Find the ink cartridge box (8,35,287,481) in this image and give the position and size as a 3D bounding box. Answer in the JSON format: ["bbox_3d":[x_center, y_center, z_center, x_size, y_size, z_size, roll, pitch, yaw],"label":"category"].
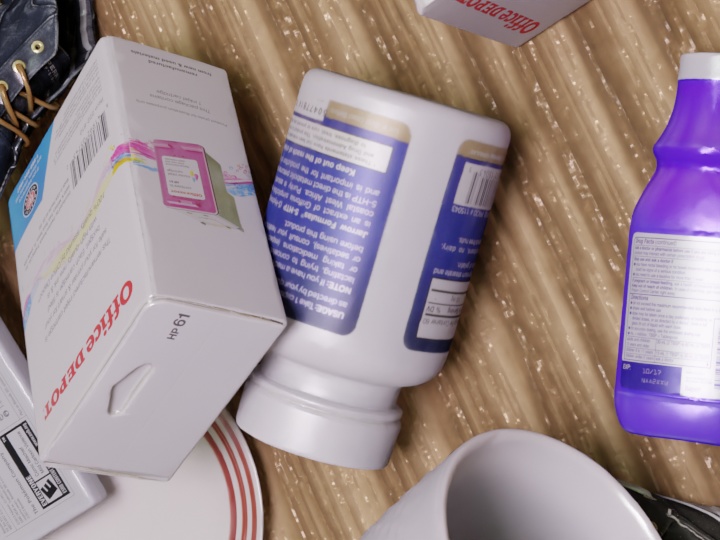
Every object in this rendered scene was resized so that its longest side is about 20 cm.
[{"bbox_3d":[-0.124,-0.005,1.035,0.145,0.084,0.201,-52,37,36],"label":"ink cartridge box"}]

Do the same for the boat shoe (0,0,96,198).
[{"bbox_3d":[-0.215,-0.102,1.121,0.090,0.071,0.201,-11,59,22],"label":"boat shoe"}]

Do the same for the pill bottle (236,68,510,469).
[{"bbox_3d":[0.000,0.000,1.025,0.119,0.120,0.201,19,96,23],"label":"pill bottle"}]

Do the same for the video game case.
[{"bbox_3d":[-0.275,0.096,1.153,0.182,0.022,0.201,-32,89,23],"label":"video game case"}]

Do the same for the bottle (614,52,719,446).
[{"bbox_3d":[0.181,-0.011,0.972,0.083,0.065,0.201,5,91,24],"label":"bottle"}]

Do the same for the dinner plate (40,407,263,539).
[{"bbox_3d":[-0.145,0.149,1.139,0.199,0.024,0.201,0,90,24],"label":"dinner plate"}]

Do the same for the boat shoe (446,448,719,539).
[{"bbox_3d":[0.134,0.145,0.991,0.199,0.064,0.071,22,97,23],"label":"boat shoe"}]

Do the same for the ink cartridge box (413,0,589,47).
[{"bbox_3d":[0.103,-0.234,0.968,0.200,0.147,0.145,-32,76,20],"label":"ink cartridge box"}]

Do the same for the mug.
[{"bbox_3d":[0.072,0.199,0.939,0.199,0.148,0.175,30,130,-16],"label":"mug"}]
